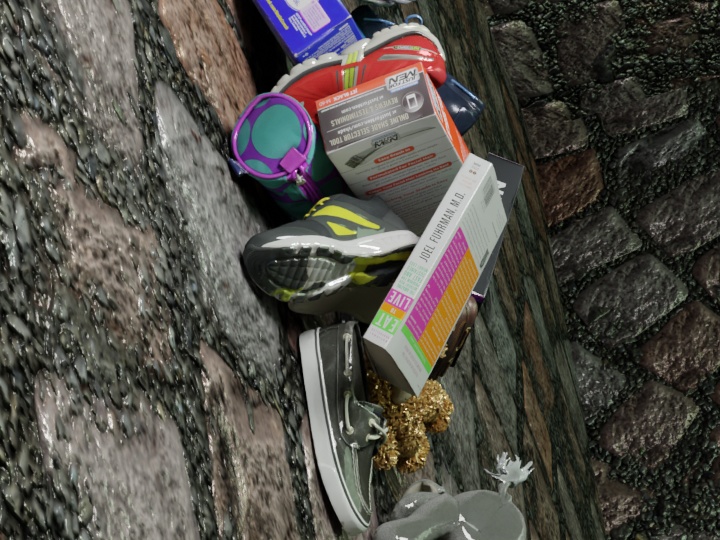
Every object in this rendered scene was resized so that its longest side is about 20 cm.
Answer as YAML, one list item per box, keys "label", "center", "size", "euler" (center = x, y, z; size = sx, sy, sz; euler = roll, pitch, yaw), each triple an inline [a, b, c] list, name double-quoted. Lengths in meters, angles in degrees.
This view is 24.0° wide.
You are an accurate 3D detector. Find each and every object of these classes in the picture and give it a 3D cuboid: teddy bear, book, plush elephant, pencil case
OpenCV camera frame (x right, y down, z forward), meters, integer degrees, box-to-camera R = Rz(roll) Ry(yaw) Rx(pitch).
- label: "teddy bear"
  center: [0.047, 0.139, 1.749]
  size: [0.067, 0.145, 0.201]
  euler: [31, -30, 35]
- label: "book"
  center: [0.073, 0.005, 1.590]
  size: [0.201, 0.048, 0.134]
  euler: [-59, 161, -14]
- label: "plush elephant"
  center: [0.100, 0.294, 1.755]
  size: [0.200, 0.164, 0.155]
  euler: [-51, 172, -37]
- label: "pencil case"
  center: [-0.056, -0.092, 1.625]
  size: [0.093, 0.085, 0.200]
  euler: [62, 6, 24]

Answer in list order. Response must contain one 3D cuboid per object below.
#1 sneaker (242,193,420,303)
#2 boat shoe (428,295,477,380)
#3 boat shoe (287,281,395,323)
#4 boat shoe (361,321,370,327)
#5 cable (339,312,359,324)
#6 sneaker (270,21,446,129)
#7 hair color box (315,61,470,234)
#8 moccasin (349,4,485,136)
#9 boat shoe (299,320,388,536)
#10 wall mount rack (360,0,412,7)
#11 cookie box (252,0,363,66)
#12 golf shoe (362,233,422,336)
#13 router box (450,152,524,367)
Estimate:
- label: "sneaker"
  center: [-0.035, -0.025, 1.562]
  size: [0.199, 0.075, 0.085]
  euler: [-2, 47, -42]
- label: "boat shoe"
  center: [0.078, 0.085, 1.863]
  size: [0.071, 0.070, 0.200]
  euler: [66, -22, 17]
- label: "boat shoe"
  center: [-0.001, 0.010, 1.662]
  size: [0.199, 0.072, 0.060]
  euler: [8, 54, -46]
- label: "boat shoe"
  center: [0.025, 0.093, 1.811]
  size: [0.073, 0.061, 0.201]
  euler: [45, -27, 29]
- label: "cable"
  center: [0.000, 0.000, 1.820]
  size: [0.201, 0.050, 0.098]
  euler: [-94, -176, -53]
- label: "sneaker"
  center: [-0.008, -0.170, 1.658]
  size: [0.085, 0.199, 0.077]
  euler: [65, 6, 31]
- label: "hair color box"
  center: [0.042, -0.109, 1.626]
  size: [0.200, 0.110, 0.064]
  euler: [53, 20, -61]
- label: "moccasin"
  center: [0.062, -0.215, 1.799]
  size: [0.200, 0.068, 0.080]
  euler: [52, 1, 24]
- label: "boat shoe"
  center: [-0.009, 0.145, 1.587]
  size: [0.071, 0.063, 0.202]
  euler: [41, 35, -70]
- label: "wall mount rack"
  center: [-0.017, -0.329, 1.779]
  size: [0.200, 0.172, 0.075]
  euler: [-112, -142, -82]
- label: "cookie box"
  center: [-0.046, -0.245, 1.774]
  size: [0.172, 0.075, 0.200]
  euler: [57, 1, 31]
- label: "golf shoe"
  center: [0.052, 0.007, 1.842]
  size: [0.201, 0.077, 0.089]
  euler: [112, 1, -53]
- label: "router box"
  center: [0.127, -0.012, 1.945]
  size: [0.150, 0.051, 0.201]
  euler: [109, 0, -54]
